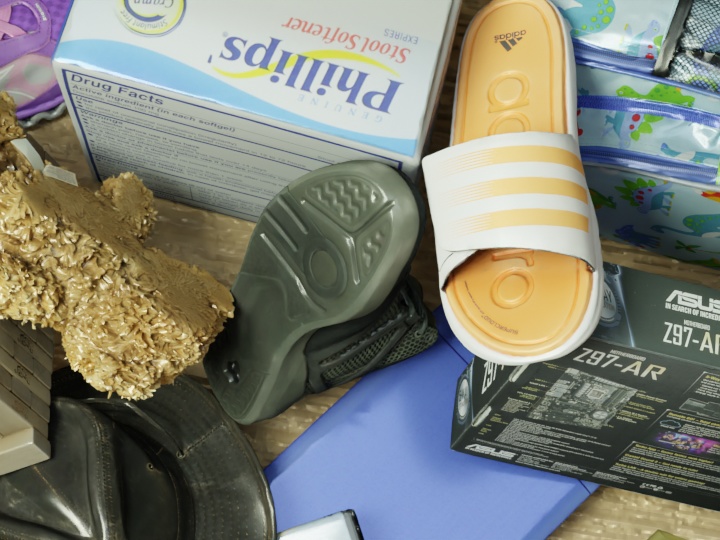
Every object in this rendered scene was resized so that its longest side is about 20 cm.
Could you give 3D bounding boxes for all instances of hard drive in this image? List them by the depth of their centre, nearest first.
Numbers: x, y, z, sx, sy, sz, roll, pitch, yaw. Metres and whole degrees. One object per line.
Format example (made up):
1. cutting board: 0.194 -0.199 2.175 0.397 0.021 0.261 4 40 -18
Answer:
1. hard drive: 0.021 0.130 1.018 0.200 0.025 0.132 -42 81 -11

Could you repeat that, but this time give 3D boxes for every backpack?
1. backpack: 0.162 -0.091 1.000 0.199 0.183 0.148 19 77 13

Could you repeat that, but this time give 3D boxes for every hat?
1. hat: -0.143 0.120 0.961 0.199 0.081 0.202 -5 61 10

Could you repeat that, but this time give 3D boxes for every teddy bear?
1. teddy bear: -0.160 -0.015 0.934 0.200 0.145 0.067 33 119 -15

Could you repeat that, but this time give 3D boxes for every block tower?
1. block tower: -0.194 0.008 0.980 0.054 0.058 0.201 -19 51 18

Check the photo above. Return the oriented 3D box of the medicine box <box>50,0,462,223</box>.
1. medicine box: -0.050 -0.096 0.982 0.181 0.200 0.103 15 76 2

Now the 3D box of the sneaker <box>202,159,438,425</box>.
1. sneaker: 0.000 0.000 0.954 0.114 0.200 0.076 -22 68 -35

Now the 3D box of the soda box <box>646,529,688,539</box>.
1. soda box: 0.184 0.227 0.927 0.068 0.064 0.201 -39 114 -20

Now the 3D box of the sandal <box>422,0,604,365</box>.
1. sandal: 0.064 -0.055 0.879 0.079 0.059 0.208 -13 58 19

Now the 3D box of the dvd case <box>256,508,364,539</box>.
1. dvd case: -0.074 0.223 0.975 0.199 0.018 0.143 -19 81 2

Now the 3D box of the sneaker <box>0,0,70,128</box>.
1. sneaker: -0.222 -0.117 1.040 0.199 0.089 0.081 -26 77 -9

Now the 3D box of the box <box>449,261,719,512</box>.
1. box: 0.163 0.066 0.952 0.199 0.160 0.044 13 61 -9
